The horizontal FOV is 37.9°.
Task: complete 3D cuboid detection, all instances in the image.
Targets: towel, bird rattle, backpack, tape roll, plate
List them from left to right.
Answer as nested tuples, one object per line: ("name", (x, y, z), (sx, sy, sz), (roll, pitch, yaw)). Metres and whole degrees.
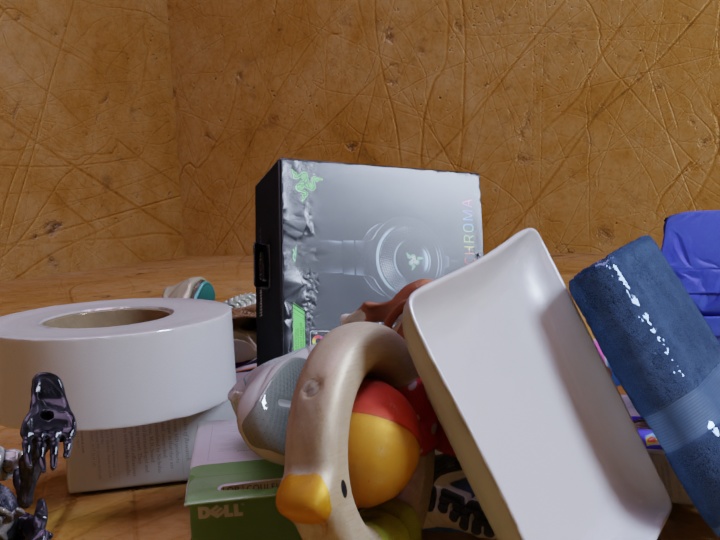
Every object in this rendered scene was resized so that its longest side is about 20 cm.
("tape roll", (-0.202, 0.070, 0.844), (0.201, 0.071, 0.202), (-3, 8, 0))
("bird rattle", (0.017, 0.096, 0.551), (0.112, 0.201, 0.163), (6, -32, 30))
("plate", (0.100, 0.086, 0.589), (0.032, 0.200, 0.200), (-26, -1, 30))
("towel", (0.205, 0.077, 0.668), (0.048, 0.201, 0.112), (-35, -11, 31))
("backpack", (0.384, 0.047, 1.043), (0.162, 0.168, 0.200), (5, -23, 36))

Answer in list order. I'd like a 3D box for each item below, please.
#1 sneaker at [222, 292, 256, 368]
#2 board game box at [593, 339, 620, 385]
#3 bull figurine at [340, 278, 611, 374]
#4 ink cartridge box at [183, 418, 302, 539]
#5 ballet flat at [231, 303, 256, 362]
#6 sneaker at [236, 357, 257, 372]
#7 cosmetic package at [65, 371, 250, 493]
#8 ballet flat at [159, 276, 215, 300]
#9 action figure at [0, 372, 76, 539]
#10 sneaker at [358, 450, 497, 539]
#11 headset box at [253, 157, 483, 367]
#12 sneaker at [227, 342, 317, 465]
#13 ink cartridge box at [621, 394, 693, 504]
("sneaker", (-0.168, 0.095, 1.177), (0.200, 0.070, 0.100), (-26, -17, -40))
("board game box", (0.104, 0.104, 0.901), (0.199, 0.041, 0.153), (-13, -5, -9))
("bull figurine", (0.080, 0.068, 0.705), (0.121, 0.065, 0.200), (-24, -48, 39))
("ink cartridge box", (-0.063, 0.151, 0.719), (0.103, 0.060, 0.200), (-3, 6, -6))
("ballet flat", (-0.120, 0.071, 1.068), (0.065, 0.071, 0.200), (37, 17, 25))
("sneaker", (-0.055, 0.114, 1.011), (0.199, 0.079, 0.079), (-4, 11, 6))
("cosmetic package", (-0.148, 0.134, 0.899), (0.199, 0.072, 0.101), (-4, 5, -12))
("ballet flat", (-0.203, 0.086, 1.059), (0.069, 0.070, 0.200), (-2, 43, 17))
("action figure", (-0.229, 0.142, 0.609), (0.118, 0.200, 0.102), (20, 40, -10))
("sneaker", (0.067, 0.146, 0.704), (0.089, 0.079, 0.200), (18, -12, -37))
("headset box", (0.000, 0.000, 0.921), (0.199, 0.175, 0.093), (3, -12, -19))
("sneaker", (-0.053, 0.094, 0.706), (0.080, 0.071, 0.200), (-17, 0, 11))
("ink cartridge box", (0.207, 0.133, 0.826), (0.199, 0.044, 0.198), (-1, 4, 41))
